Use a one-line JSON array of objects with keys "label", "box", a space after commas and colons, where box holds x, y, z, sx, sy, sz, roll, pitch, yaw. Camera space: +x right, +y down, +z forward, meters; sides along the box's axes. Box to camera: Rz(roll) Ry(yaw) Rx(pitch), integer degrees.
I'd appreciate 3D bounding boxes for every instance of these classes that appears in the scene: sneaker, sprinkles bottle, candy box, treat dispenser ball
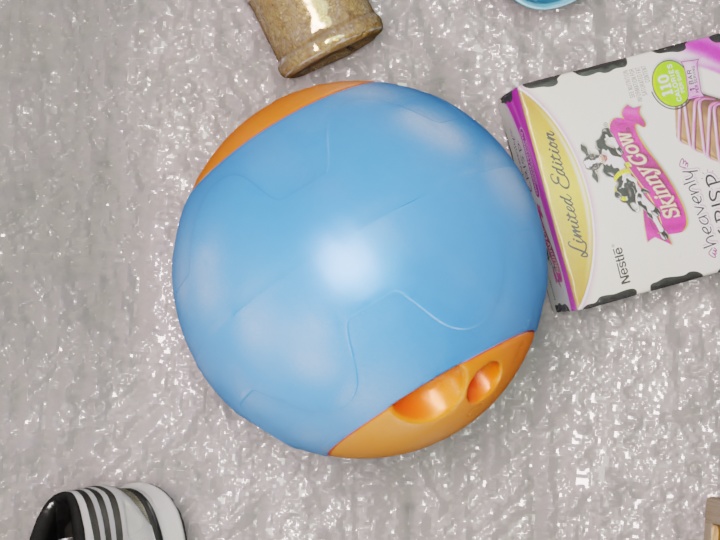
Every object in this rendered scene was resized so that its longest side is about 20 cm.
[{"label": "sneaker", "box": [-0.135, 0.211, 0.948, 0.075, 0.115, 0.202, -23, 73, 25]}, {"label": "sprinkles bottle", "box": [-0.059, -0.213, 1.027, 0.068, 0.068, 0.201, -26, 91, -8]}, {"label": "candy box", "box": [0.196, -0.065, 1.055, 0.199, 0.061, 0.137, -16, 89, -8]}, {"label": "treat dispenser ball", "box": [0.000, 0.000, 0.954, 0.200, 0.201, 0.202, 0, 86, -7]}]

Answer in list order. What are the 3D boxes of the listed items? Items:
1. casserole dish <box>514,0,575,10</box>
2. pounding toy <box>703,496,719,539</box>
[{"label": "casserole dish", "box": [0.135, -0.237, 1.070, 0.200, 0.039, 0.121, -36, 92, -7]}, {"label": "pounding toy", "box": [0.240, 0.232, 0.980, 0.141, 0.184, 0.201, 5, 86, -7]}]
